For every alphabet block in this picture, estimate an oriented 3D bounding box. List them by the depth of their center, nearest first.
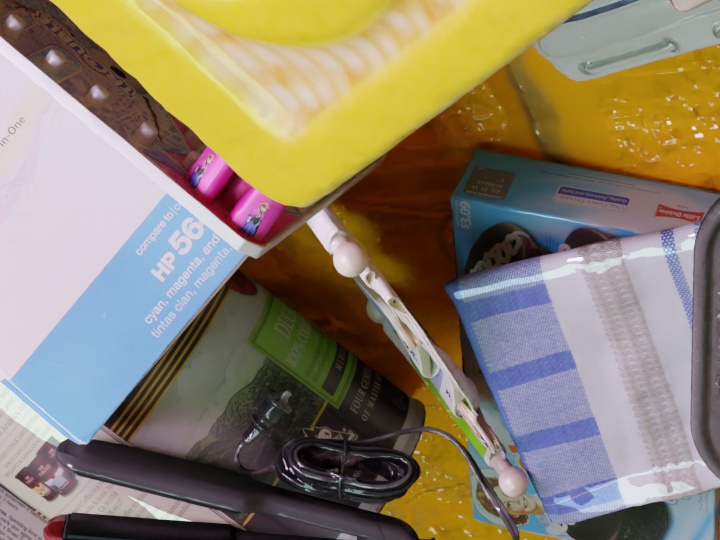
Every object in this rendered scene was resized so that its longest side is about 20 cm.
[{"bbox_3d":[-0.003,-0.179,0.979,0.196,0.200,0.195,41,138,-12],"label":"alphabet block"}]

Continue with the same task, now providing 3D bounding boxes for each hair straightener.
[{"bbox_3d":[-0.031,0.090,1.215,0.199,0.041,0.077,8,104,2],"label":"hair straightener"}]

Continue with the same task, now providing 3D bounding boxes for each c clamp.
[{"bbox_3d":[0.212,0.025,1.136,0.170,0.027,0.201,6,130,3],"label":"c clamp"}]

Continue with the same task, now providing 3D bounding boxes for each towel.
[{"bbox_3d":[0.150,0.038,1.190,0.199,0.024,0.147,-11,130,15],"label":"towel"}]

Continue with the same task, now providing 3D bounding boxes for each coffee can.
[{"bbox_3d":[-0.092,0.060,1.306,0.200,0.147,0.146,37,138,-8],"label":"coffee can"}]

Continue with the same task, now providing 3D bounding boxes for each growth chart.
[{"bbox_3d":[0.000,0.000,1.205,0.145,0.018,0.200,52,179,41],"label":"growth chart"}]

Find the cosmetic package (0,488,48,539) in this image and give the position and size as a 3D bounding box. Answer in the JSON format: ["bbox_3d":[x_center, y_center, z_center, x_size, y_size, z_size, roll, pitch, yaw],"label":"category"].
[{"bbox_3d":[-0.171,0.123,1.373,0.103,0.200,0.087,36,140,-6],"label":"cosmetic package"}]

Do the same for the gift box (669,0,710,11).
[{"bbox_3d":[0.163,-0.215,0.868,0.186,0.200,0.185,-24,103,45],"label":"gift box"}]

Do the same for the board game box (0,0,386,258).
[{"bbox_3d":[-0.083,-0.096,1.102,0.200,0.200,0.026,40,108,3],"label":"board game box"}]

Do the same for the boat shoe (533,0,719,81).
[{"bbox_3d":[0.151,-0.109,1.044,0.201,0.075,0.086,-18,133,25],"label":"boat shoe"}]

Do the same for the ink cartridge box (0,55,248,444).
[{"bbox_3d":[-0.146,-0.043,1.157,0.200,0.125,0.129,41,176,-4],"label":"ink cartridge box"}]

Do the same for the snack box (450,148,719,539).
[{"bbox_3d":[0.103,0.042,1.257,0.116,0.037,0.200,11,135,18],"label":"snack box"}]
